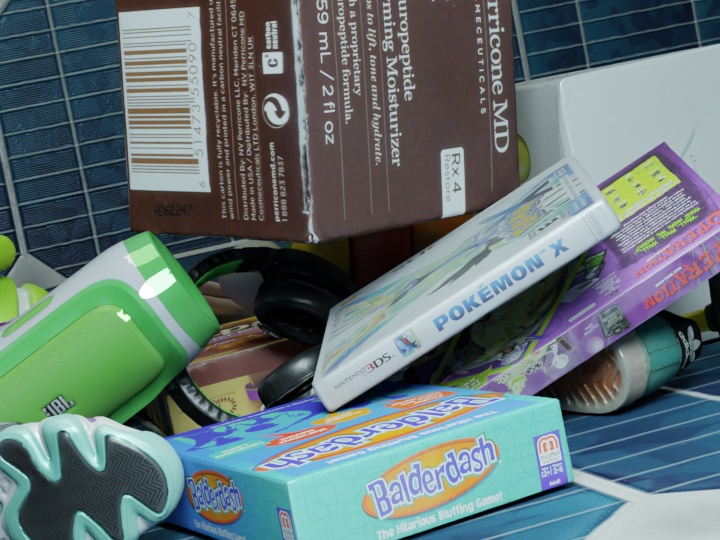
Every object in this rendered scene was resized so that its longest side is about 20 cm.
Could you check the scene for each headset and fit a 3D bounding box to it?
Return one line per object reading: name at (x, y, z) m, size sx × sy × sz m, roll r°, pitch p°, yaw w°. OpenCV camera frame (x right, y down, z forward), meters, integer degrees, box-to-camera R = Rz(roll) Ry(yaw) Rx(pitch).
headset at (-0.036, 0.053, 1.172) m, size 0.198 × 0.125 × 0.094 m, roll 2°, pitch -22°, yaw -17°

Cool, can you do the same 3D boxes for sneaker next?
sneaker at (0.124, 0.045, 1.108) m, size 0.079 × 0.072 × 0.199 m, roll -13°, pitch 14°, yaw -32°
sneaker at (-0.174, 0.110, 0.981) m, size 0.198 × 0.079 × 0.140 m, roll -10°, pitch 6°, yaw 15°

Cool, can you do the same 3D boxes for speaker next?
speaker at (-0.184, 0.066, 1.080) m, size 0.199 × 0.089 × 0.088 m, roll -37°, pitch 5°, yaw 1°

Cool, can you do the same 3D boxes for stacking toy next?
stacking toy at (0.000, 0.000, 1.259) m, size 0.198 × 0.148 × 0.146 m, roll -1°, pitch 5°, yaw 2°

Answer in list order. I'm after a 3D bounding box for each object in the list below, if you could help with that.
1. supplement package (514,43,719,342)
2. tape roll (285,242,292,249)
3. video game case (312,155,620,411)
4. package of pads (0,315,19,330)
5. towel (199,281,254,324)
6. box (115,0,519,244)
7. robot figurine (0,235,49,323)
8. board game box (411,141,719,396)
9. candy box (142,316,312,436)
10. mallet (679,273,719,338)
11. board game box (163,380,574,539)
supplement package at (0.178, -0.048, 1.281) m, size 0.146 × 0.193 × 0.200 m, roll -12°, pitch 5°, yaw -17°
tape roll at (-0.034, -0.020, 1.400) m, size 0.048 × 0.203 × 0.200 m, roll -11°, pitch 5°, yaw -3°
video game case at (0.057, 0.001, 1.026) m, size 0.181 × 0.022 × 0.200 m, roll -33°, pitch 8°, yaw 7°
package of pads at (-0.218, 0.067, 1.191) m, size 0.199 × 0.076 × 0.120 m, roll -25°, pitch 7°, yaw -14°
towel at (-0.196, 0.057, 1.444) m, size 0.199 × 0.033 × 0.191 m, roll -23°, pitch -14°, yaw 19°
box at (-0.025, -0.112, 1.120) m, size 0.163 × 0.168 × 0.199 m, roll 3°, pitch 10°, yaw 42°
robot figurine at (-0.293, 0.058, 1.292) m, size 0.198 × 0.177 × 0.116 m, roll 10°, pitch 14°, yaw -22°
board game box at (0.118, 0.009, 1.039) m, size 0.199 × 0.032 × 0.120 m, roll -33°, pitch 23°, yaw 3°
candy box at (-0.100, 0.076, 1.327) m, size 0.116 × 0.057 × 0.200 m, roll -14°, pitch 4°, yaw -13°
mallet at (0.174, 0.052, 1.127) m, size 0.199 × 0.066 × 0.041 m, roll -26°, pitch -14°, yaw 32°
board game box at (-0.009, 0.098, 0.926) m, size 0.151 × 0.045 × 0.200 m, roll -14°, pitch 6°, yaw -27°
